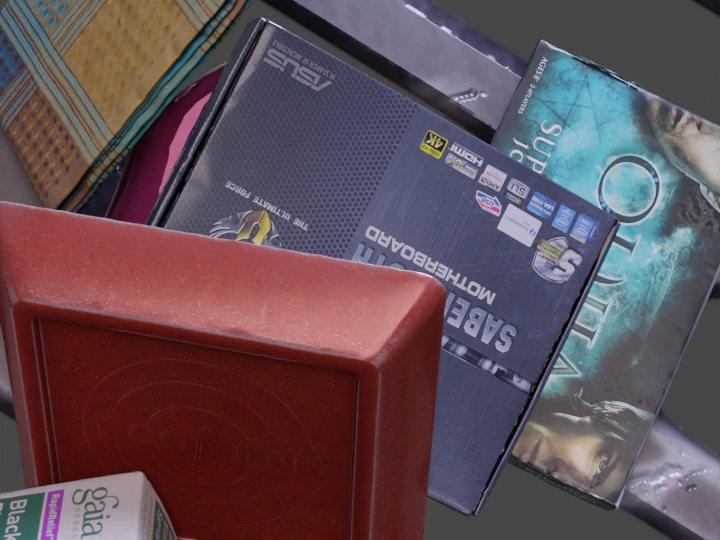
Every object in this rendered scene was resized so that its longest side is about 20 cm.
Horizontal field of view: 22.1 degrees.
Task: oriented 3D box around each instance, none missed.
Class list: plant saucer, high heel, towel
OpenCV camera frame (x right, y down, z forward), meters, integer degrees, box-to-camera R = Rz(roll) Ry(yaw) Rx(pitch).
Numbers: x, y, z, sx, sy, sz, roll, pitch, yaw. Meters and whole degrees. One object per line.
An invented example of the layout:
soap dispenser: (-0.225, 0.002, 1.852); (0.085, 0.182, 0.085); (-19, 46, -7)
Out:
plant saucer: (-0.067, 0.069, 0.813); (0.197, 0.201, 0.037); (10, 44, 7)
high heel: (-0.086, -0.017, 0.895); (0.200, 0.067, 0.096); (-43, 80, 3)
towel: (-0.105, -0.136, 0.876); (0.200, 0.022, 0.147); (-48, 46, 14)

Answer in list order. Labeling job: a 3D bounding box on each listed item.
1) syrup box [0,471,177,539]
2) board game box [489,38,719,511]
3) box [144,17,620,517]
syrup box: (-0.182, 0.157, 0.821); (0.198, 0.082, 0.079); (-10, 42, 8)
board game box: (0.108, 0.001, 0.927); (0.134, 0.028, 0.202); (25, 79, 2)
box: (0.000, 0.000, 0.856); (0.199, 0.051, 0.159); (29, 87, -11)
